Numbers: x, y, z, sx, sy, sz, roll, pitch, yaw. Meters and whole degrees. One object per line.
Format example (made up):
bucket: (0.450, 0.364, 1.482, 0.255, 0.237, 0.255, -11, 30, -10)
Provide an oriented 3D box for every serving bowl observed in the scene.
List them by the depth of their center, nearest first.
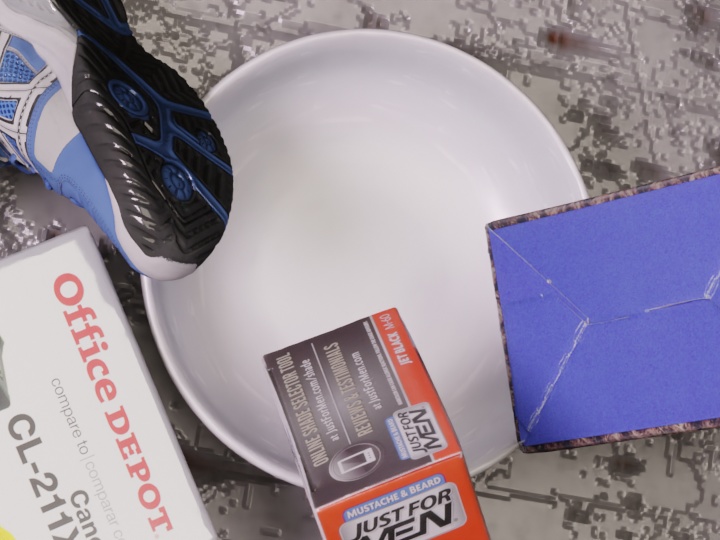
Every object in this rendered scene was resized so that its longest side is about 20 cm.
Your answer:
serving bowl: (0.000, 0.000, 1.041, 0.198, 0.066, 0.202, 2, 83, -11)

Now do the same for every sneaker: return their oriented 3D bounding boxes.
sneaker: (-0.118, -0.062, 0.991, 0.077, 0.075, 0.200, -49, 51, 21)

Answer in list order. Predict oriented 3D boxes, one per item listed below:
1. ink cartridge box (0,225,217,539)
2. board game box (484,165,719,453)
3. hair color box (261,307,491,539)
ink cartridge box: (-0.177, 0.086, 0.987, 0.199, 0.083, 0.147, -23, 87, -12)
board game box: (0.180, 0.010, 0.987, 0.199, 0.159, 0.098, -4, 84, -42)
hair color box: (0.026, 0.130, 0.957, 0.064, 0.111, 0.201, -21, 122, -2)
